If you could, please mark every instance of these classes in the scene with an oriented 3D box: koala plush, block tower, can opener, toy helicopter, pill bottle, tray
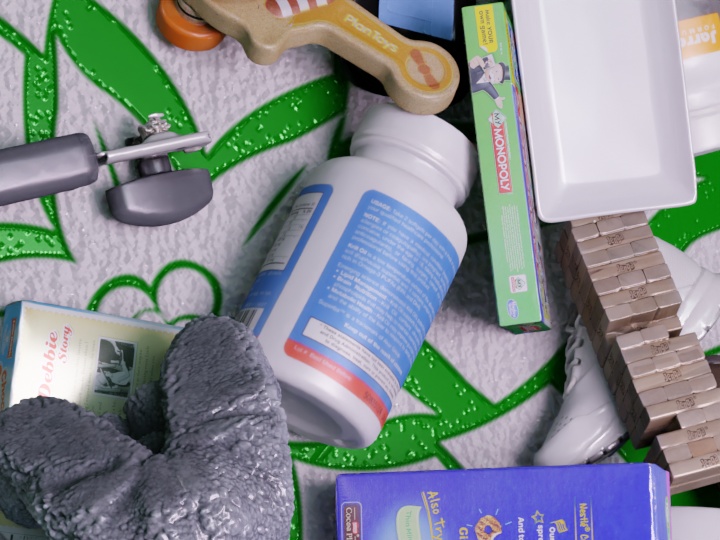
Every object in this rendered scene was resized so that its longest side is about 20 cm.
[{"bbox_3d":[-0.091,0.166,1.109,0.177,0.184,0.201,-24,121,-12],"label":"koala plush"},{"bbox_3d":[0.185,0.048,1.294,0.057,0.054,0.201,-13,65,-11],"label":"block tower"},{"bbox_3d":[-0.176,-0.052,1.190,0.199,0.053,0.067,-10,88,-28],"label":"can opener"},{"bbox_3d":[-0.021,-0.168,1.248,0.199,0.079,0.132,33,54,4],"label":"toy helicopter"},{"bbox_3d":[0.206,-0.177,1.369,0.116,0.116,0.201,-14,89,-28],"label":"pill bottle"},{"bbox_3d":[0.000,0.000,1.240,0.112,0.112,0.201,34,70,-19],"label":"pill bottle"},{"bbox_3d":[0.156,-0.136,1.304,0.107,0.022,0.201,-7,90,0],"label":"tray"}]

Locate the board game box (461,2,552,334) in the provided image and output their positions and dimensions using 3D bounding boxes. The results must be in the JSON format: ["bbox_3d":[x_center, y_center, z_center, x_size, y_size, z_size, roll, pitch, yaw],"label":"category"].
[{"bbox_3d":[0.096,-0.062,1.292,0.029,0.135,0.201,-7,85,7],"label":"board game box"}]

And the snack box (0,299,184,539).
[{"bbox_3d":[-0.165,0.126,1.179,0.116,0.037,0.201,11,78,-26],"label":"snack box"}]

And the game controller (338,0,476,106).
[{"bbox_3d":[0.035,-0.211,1.328,0.104,0.042,0.201,7,80,-26],"label":"game controller"}]

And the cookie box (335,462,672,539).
[{"bbox_3d":[0.090,0.207,1.215,0.199,0.075,0.172,-3,82,17],"label":"cookie box"}]

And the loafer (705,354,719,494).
[{"bbox_3d":[0.276,0.153,1.344,0.073,0.071,0.200,-37,98,10],"label":"loafer"}]

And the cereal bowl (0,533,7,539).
[{"bbox_3d":[-0.261,0.216,1.069,0.199,0.083,0.201,2,84,-14],"label":"cereal bowl"}]

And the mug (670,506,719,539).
[{"bbox_3d":[0.238,0.250,1.301,0.199,0.148,0.176,6,75,-11],"label":"mug"}]

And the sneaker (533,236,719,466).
[{"bbox_3d":[0.169,0.060,1.354,0.087,0.075,0.200,38,64,1],"label":"sneaker"}]
